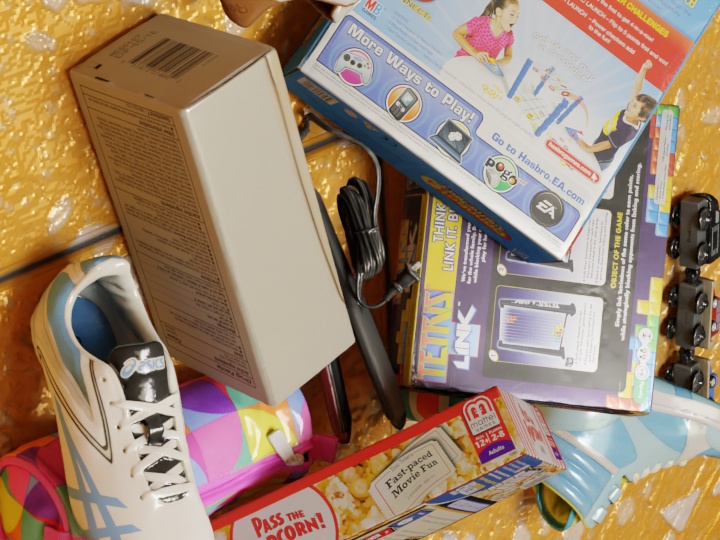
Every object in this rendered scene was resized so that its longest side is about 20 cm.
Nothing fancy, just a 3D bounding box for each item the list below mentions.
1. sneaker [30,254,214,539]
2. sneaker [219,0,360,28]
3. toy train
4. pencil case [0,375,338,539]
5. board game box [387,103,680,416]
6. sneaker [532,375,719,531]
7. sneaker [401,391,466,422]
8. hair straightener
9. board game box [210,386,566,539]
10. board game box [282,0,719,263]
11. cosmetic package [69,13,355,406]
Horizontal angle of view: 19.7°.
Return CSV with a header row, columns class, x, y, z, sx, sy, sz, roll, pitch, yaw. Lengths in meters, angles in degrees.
class,x,y,z,sx,sy,sz,roll,pitch,yaw
sneaker,-0.123,0.085,1.111,0.072,0.072,0.200,-10,68,-36
sneaker,0.001,-0.193,1.174,0.200,0.073,0.085,-20,128,-21
toy train,0.256,0.034,1.586,0.046,0.034,0.200,-29,126,-47
pencil case,-0.114,0.113,1.200,0.200,0.088,0.089,-21,121,-36
board game box,0.109,-0.015,1.308,0.165,0.057,0.200,8,85,-15
sneaker,0.195,0.138,1.525,0.200,0.080,0.131,20,92,-31
sneaker,0.108,0.036,1.388,0.200,0.093,0.070,-48,134,-20
hair straightener,0.000,0.000,1.246,0.041,0.077,0.200,3,74,-80
board game box,0.016,0.139,1.252,0.200,0.046,0.151,-26,165,9
board game box,0.085,-0.139,1.247,0.200,0.056,0.196,36,78,-13
cosmetic package,-0.081,-0.034,1.160,0.073,0.103,0.200,-38,131,-29
